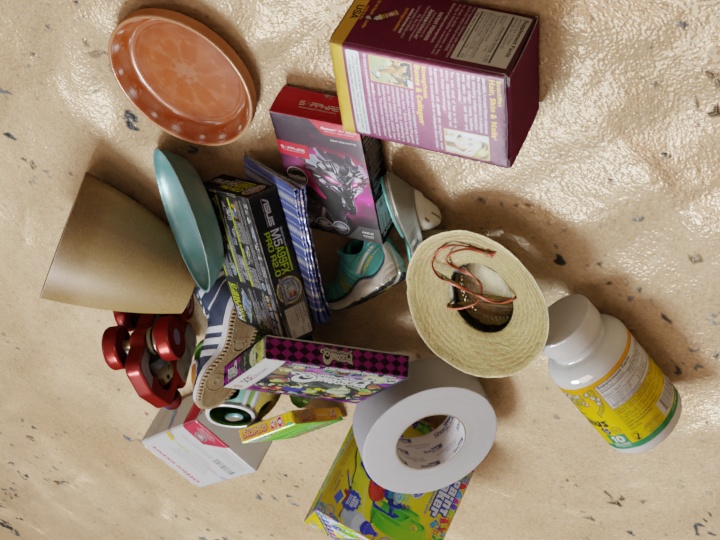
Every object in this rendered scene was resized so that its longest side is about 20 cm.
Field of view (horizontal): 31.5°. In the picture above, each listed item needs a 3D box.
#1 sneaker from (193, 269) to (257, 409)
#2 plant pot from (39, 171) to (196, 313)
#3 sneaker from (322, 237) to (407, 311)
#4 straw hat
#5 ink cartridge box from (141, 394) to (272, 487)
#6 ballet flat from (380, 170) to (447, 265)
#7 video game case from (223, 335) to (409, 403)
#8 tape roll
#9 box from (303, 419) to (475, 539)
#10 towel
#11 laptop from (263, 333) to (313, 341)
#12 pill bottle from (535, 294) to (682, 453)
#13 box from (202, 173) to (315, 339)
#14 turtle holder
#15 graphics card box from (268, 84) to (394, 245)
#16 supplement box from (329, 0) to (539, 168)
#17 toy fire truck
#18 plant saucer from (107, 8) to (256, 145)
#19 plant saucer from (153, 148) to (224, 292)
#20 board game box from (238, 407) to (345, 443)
[{"bbox_3d":[-0.209,0.094,1.862,0.069,0.202,0.108,8,-158,-40],"label":"sneaker"},{"bbox_3d":[-0.332,-0.017,1.817,0.198,0.188,0.186,21,147,-15],"label":"plant pot"},{"bbox_3d":[0.000,0.000,1.693,0.200,0.077,0.081,-33,80,58],"label":"sneaker"},{"bbox_3d":[0.157,0.024,1.575,0.199,0.085,0.203,14,123,22],"label":"straw hat"},{"bbox_3d":[-0.266,0.290,2.212,0.147,0.086,0.199,43,144,-20],"label":"ink cartridge box"},{"bbox_3d":[0.076,-0.053,1.580,0.063,0.068,0.201,-13,135,7],"label":"ballet flat"},{"bbox_3d":[-0.061,0.132,1.669,0.197,0.036,0.181,9,161,-21],"label":"video game case"},{"bbox_3d":[0.090,0.220,1.797,0.197,0.066,0.202,-10,128,-13],"label":"tape roll"},{"bbox_3d":[0.048,0.328,1.924,0.191,0.202,0.122,28,158,-1],"label":"box"},{"bbox_3d":[-0.094,-0.039,1.634,0.144,0.024,0.202,31,138,50],"label":"towel"},{"bbox_3d":[-0.059,0.086,1.829,0.198,0.118,0.187,11,173,-24],"label":"laptop"},{"bbox_3d":[0.304,0.126,1.587,0.112,0.113,0.200,-15,127,45],"label":"pill bottle"},{"bbox_3d":[-0.136,-0.017,1.659,0.160,0.044,0.203,18,127,59],"label":"box"},{"bbox_3d":[-0.170,0.173,1.948,0.183,0.133,0.141,20,140,-16],"label":"turtle holder"},{"bbox_3d":[-0.031,-0.126,1.557,0.124,0.051,0.201,14,143,22],"label":"graphics card box"},{"bbox_3d":[0.080,-0.205,1.335,0.198,0.104,0.132,16,143,19],"label":"supplement box"},{"bbox_3d":[-0.301,0.119,1.933,0.111,0.201,0.169,-12,129,15],"label":"toy fire truck"},{"bbox_3d":[-0.216,-0.238,1.561,0.198,0.033,0.202,18,144,14],"label":"plant saucer"},{"bbox_3d":[-0.224,-0.071,1.698,0.201,0.036,0.201,58,161,34],"label":"plant saucer"},{"bbox_3d":[-0.101,0.239,1.973,0.095,0.030,0.200,-22,166,19],"label":"board game box"}]
